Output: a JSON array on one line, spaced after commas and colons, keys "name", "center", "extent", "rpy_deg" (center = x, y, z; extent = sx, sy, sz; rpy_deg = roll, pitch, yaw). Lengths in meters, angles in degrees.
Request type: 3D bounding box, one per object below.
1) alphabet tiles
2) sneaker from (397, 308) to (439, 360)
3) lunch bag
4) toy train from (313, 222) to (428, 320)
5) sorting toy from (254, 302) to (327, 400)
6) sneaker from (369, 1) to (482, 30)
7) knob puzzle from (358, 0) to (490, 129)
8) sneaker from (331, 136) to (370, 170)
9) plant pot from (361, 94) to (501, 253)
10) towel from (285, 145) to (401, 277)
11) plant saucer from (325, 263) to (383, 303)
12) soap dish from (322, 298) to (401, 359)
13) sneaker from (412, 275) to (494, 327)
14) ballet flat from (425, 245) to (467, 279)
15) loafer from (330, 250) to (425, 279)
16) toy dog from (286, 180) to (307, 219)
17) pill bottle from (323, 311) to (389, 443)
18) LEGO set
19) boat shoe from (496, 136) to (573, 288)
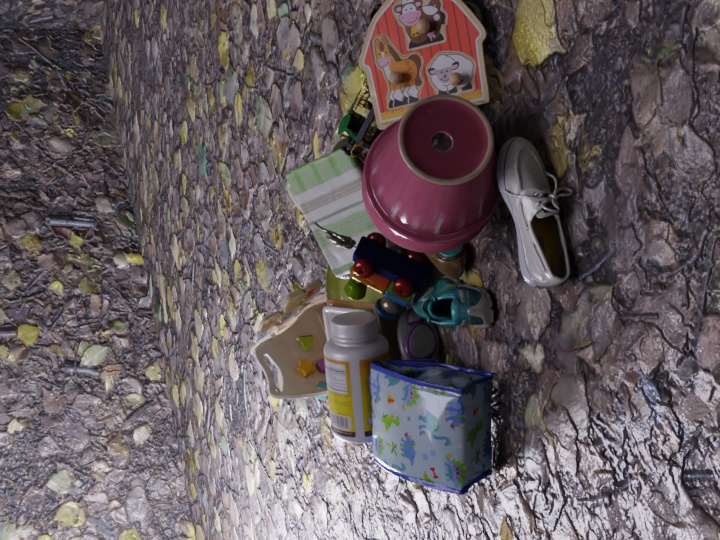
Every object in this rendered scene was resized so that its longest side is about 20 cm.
[{"name": "alphabet tiles", "center": [-0.136, 0.097, 2.007], "extent": [0.015, 0.195, 0.201], "rpy_deg": [47, 141, 19]}, {"name": "sneaker", "center": [0.090, 0.165, 1.648], "extent": [0.100, 0.074, 0.202], "rpy_deg": [-33, 65, 62]}, {"name": "lunch bag", "center": [0.100, 0.233, 1.528], "extent": [0.199, 0.127, 0.171], "rpy_deg": [5, 101, 34]}, {"name": "toy train", "center": [0.000, 0.000, 1.605], "extent": [0.085, 0.199, 0.116], "rpy_deg": [-65, 0, -45]}, {"name": "sorting toy", "center": [-0.111, 0.185, 1.957], "extent": [0.107, 0.179, 0.201], "rpy_deg": [108, 145, -51]}, {"name": "sneaker", "center": [0.096, -0.366, 1.485], "extent": [0.200, 0.106, 0.075], "rpy_deg": [24, 117, 61]}, {"name": "knob puzzle", "center": [0.085, -0.322, 1.425], "extent": [0.218, 0.030, 0.222], "rpy_deg": [2, 96, 22]}, {"name": "sneaker", "center": [0.020, -0.190, 1.653], "extent": [0.199, 0.090, 0.067], "rpy_deg": [4, 138, 47]}, {"name": "plant pot", "center": [0.105, -0.143, 1.350], "extent": [0.179, 0.198, 0.201], "rpy_deg": [103, 155, -73]}, {"name": "towel", "center": [-0.027, -0.098, 1.650], "extent": [0.149, 0.031, 0.201], "rpy_deg": [-19, 102, 36]}, {"name": "plant saucer", "center": [0.000, 0.053, 1.844], "extent": [0.200, 0.031, 0.201], "rpy_deg": [29, 126, 50]}, {"name": "soap dish", "center": [0.014, 0.147, 1.757], "extent": [0.157, 0.081, 0.202], "rpy_deg": [3, 106, 54]}, {"name": "sneaker", "center": [0.129, 0.050, 1.535], "extent": [0.200, 0.079, 0.078], "rpy_deg": [-179, 84, -66]}, {"name": "ballet flat", "center": [0.113, -0.052, 1.586], "extent": [0.200, 0.067, 0.073], "rpy_deg": [51, 159, 45]}, {"name": "loafer", "center": [0.040, -0.010, 1.706], "extent": [0.199, 0.069, 0.076], "rpy_deg": [14, 103, 38]}, {"name": "toy dog", "center": [-0.026, -0.109, 1.778], "extent": [0.200, 0.139, 0.195], "rpy_deg": [26, 131, 62]}, {"name": "pill bottle", "center": [-0.003, 0.175, 1.633], "extent": [0.109, 0.109, 0.202], "rpy_deg": [-156, 58, -62]}, {"name": "LEGO set", "center": [0.063, -0.251, 1.545], "extent": [0.201, 0.115, 0.154], "rpy_deg": [-64, 25, 6]}, {"name": "boat shoe", "center": [0.235, -0.079, 1.281], "extent": [0.086, 0.074, 0.204], "rpy_deg": [166, 96, -66]}]
